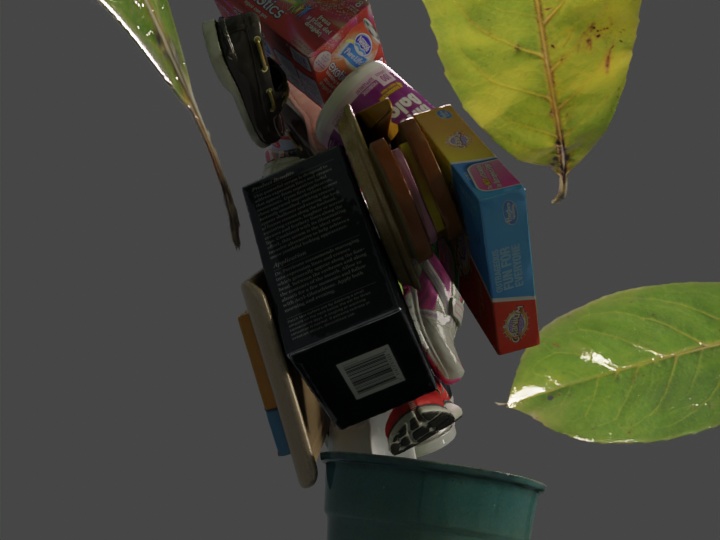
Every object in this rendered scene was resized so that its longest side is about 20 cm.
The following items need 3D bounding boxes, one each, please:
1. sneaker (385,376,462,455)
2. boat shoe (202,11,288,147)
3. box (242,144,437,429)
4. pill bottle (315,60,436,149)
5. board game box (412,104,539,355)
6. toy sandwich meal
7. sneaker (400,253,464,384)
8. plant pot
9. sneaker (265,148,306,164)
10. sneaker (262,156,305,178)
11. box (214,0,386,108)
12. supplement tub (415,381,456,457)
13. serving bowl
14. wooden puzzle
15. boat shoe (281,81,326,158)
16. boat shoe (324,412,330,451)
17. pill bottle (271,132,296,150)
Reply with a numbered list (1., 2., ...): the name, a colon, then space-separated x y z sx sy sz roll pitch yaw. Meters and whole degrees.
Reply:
1. sneaker: 0.052 0.139 1.037 0.086 0.077 0.200 59 5 10
2. boat shoe: -0.110 -0.202 1.064 0.202 0.060 0.072 63 10 -64
3. box: -0.020 0.015 0.913 0.149 0.106 0.201 64 6 -52
4. pill bottle: 0.055 -0.123 1.057 0.200 0.112 0.112 42 1 10
5. board game box: 0.102 -0.043 0.890 0.200 0.040 0.155 -115 -168 -59
6. toy sandwich meal: 0.039 -0.077 0.918 0.205 0.070 0.207 -22 90 -87
7. sneaker: 0.087 0.023 1.083 0.081 0.087 0.202 74 1 -77
8. plant pot: 0.050 0.268 0.831 0.200 0.197 0.199 57 38 -70
9. sneaker: -0.052 -0.074 1.239 0.074 0.086 0.201 -97 170 -54
10. sneaker: -0.064 -0.043 1.136 0.200 0.076 0.086 53 33 -50
11. box: -0.074 -0.283 1.107 0.200 0.095 0.100 42 -12 30
12. supplement tub: 0.057 0.159 1.435 0.140 0.139 0.203 -67 142 -80
13. serving bowl: 0.009 0.207 1.044 0.200 0.065 0.203 -12 90 -77
14. wooden puzzle: -0.074 0.090 0.929 0.200 0.037 0.187 -91 165 -84
15. boat shoe: -0.048 -0.163 1.161 0.201 0.071 0.060 54 -27 24
16. boat shoe: -0.028 0.115 1.138 0.072 0.060 0.204 58 18 -71
17. pill bottle: -0.051 -0.139 1.306 0.109 0.107 0.201 -97 170 -52
